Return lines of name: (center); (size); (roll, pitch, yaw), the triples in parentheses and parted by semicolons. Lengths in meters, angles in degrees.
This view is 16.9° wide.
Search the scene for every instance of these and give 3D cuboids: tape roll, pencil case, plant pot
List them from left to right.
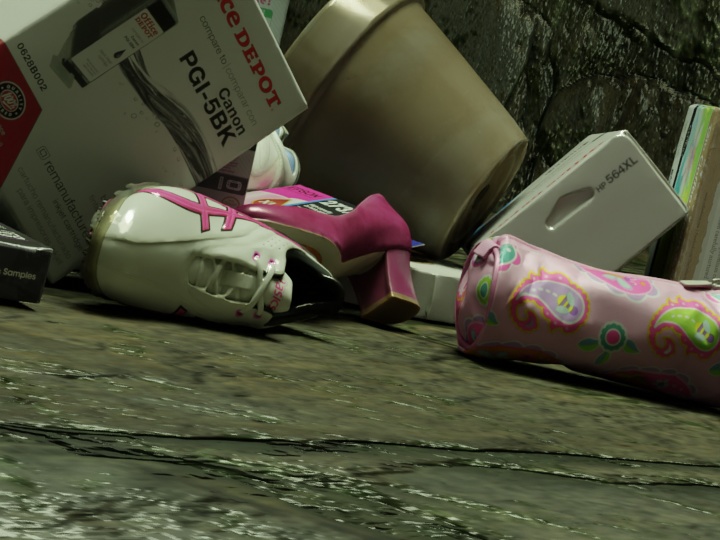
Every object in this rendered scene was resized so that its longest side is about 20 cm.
tape roll: (0.000, 0.000, 1.825); (0.202, 0.037, 0.203); (13, 4, -1)
plant pot: (0.030, -0.106, 1.884); (0.173, 0.200, 0.200); (36, 9, 12)
pencil case: (0.163, 0.033, 1.593); (0.199, 0.088, 0.087); (11, 5, -13)

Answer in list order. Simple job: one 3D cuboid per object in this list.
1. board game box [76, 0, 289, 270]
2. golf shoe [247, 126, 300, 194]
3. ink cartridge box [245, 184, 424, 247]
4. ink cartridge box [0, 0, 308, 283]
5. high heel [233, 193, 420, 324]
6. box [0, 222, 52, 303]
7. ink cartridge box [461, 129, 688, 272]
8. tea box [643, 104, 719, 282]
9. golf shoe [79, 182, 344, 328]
board game box: (-0.142, -0.097, 1.552); (0.147, 0.201, 0.064); (12, 6, -19)
golf shoe: (-0.124, -0.133, 1.783); (0.200, 0.078, 0.097); (50, 15, 24)
ink cartridge box: (-0.059, -0.029, 1.703); (0.199, 0.037, 0.095); (-7, 19, -37)
ink cartridge box: (-0.152, -0.111, 1.446); (0.200, 0.147, 0.083); (-36, 26, -18)
high heel: (-0.030, -0.033, 1.601); (0.067, 0.096, 0.200); (-34, -33, 30)
box: (-0.272, -0.025, 1.339); (0.142, 0.036, 0.200); (10, 4, -29)
ink cartridge box: (0.162, -0.033, 1.878); (0.084, 0.146, 0.200); (51, 1, -3)
tea box: (0.303, -0.018, 1.882); (0.133, 0.201, 0.197); (14, 4, -1)
golf shoe: (-0.084, -0.006, 1.414); (0.092, 0.073, 0.200); (17, 6, 30)
